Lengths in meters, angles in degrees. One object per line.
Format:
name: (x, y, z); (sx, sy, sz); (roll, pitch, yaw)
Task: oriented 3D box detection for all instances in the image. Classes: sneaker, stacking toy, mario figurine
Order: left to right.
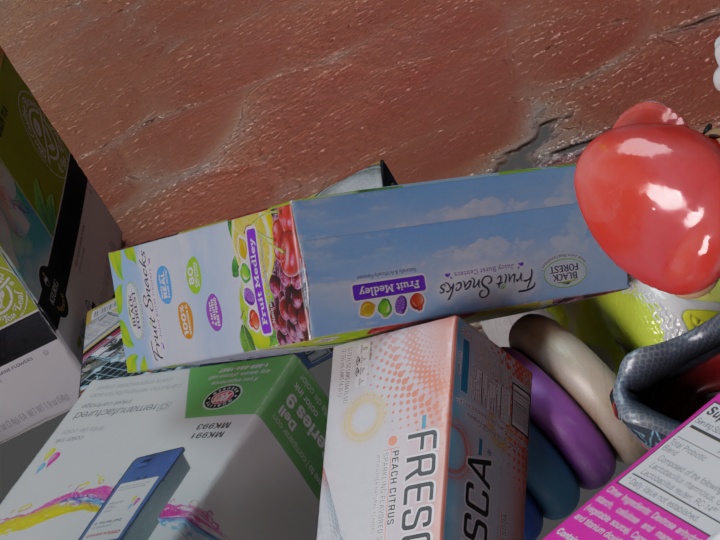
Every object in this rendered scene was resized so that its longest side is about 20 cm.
stacking toy: (0.036, 0.114, 1.295); (0.200, 0.085, 0.085); (-43, 26, -7)
sneaker: (0.135, 0.009, 1.386); (0.105, 0.076, 0.200); (-23, 19, -24)
mario figurine: (0.180, -0.039, 1.249); (0.200, 0.124, 0.106); (5, -8, -26)
sneaker: (0.193, 0.042, 1.189); (0.200, 0.095, 0.079); (-23, 59, 30)

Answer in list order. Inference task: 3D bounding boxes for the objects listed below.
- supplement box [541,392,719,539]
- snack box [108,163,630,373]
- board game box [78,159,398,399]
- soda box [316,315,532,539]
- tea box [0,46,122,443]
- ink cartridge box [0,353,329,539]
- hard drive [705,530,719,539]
supplement box: (0.116, 0.151, 1.094); (0.200, 0.101, 0.103); (-37, 25, -11)
snack box: (0.000, 0.000, 1.335); (0.168, 0.068, 0.200); (-8, -1, -28)
board game box: (-0.064, 0.024, 1.611); (0.200, 0.035, 0.136); (-27, 25, 12)
soda box: (0.024, 0.123, 1.203); (0.068, 0.064, 0.200); (-16, 55, 33)
tea box: (-0.252, -0.022, 1.722); (0.133, 0.197, 0.200); (-26, 26, 14)
ink cartridge box: (-0.107, 0.141, 1.389); (0.145, 0.088, 0.200); (-8, 36, 40)
hard drive: (0.097, 0.205, 0.994); (0.200, 0.132, 0.025); (-40, -6, -15)
